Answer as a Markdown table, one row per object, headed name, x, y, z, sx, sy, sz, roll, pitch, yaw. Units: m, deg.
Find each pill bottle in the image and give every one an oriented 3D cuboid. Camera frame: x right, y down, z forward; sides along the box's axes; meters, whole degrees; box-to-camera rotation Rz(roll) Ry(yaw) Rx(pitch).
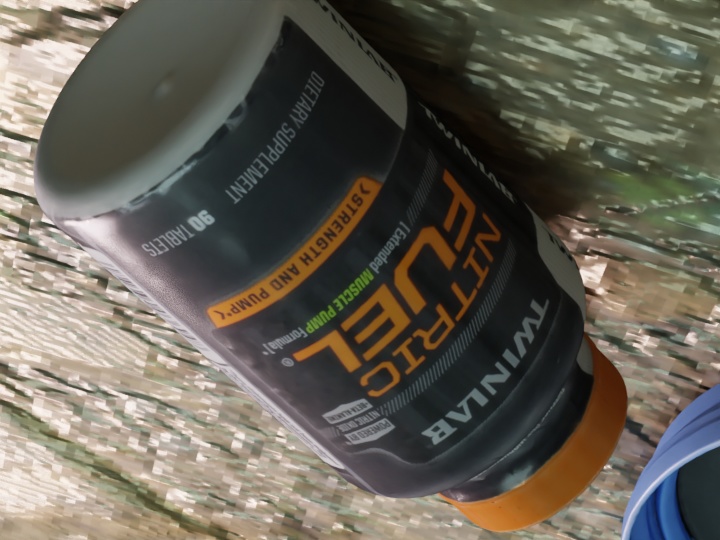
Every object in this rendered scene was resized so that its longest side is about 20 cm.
| name | x | y | z | sx | sy | sz | roll | pitch | yaw |
| --- | --- | --- | --- | --- | --- | --- | --- | --- | --- |
| pill bottle | 0.000 | 0.000 | 0.870 | 0.106 | 0.107 | 0.200 | -21 | 129 | 37 |

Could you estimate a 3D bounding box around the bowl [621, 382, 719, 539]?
| name | x | y | z | sx | sy | sz | roll | pitch | yaw |
| --- | --- | --- | --- | --- | --- | --- | --- | --- | --- |
| bowl | 0.192 | 0.099 | 0.974 | 0.200 | 0.039 | 0.201 | 10 | 142 | 8 |
